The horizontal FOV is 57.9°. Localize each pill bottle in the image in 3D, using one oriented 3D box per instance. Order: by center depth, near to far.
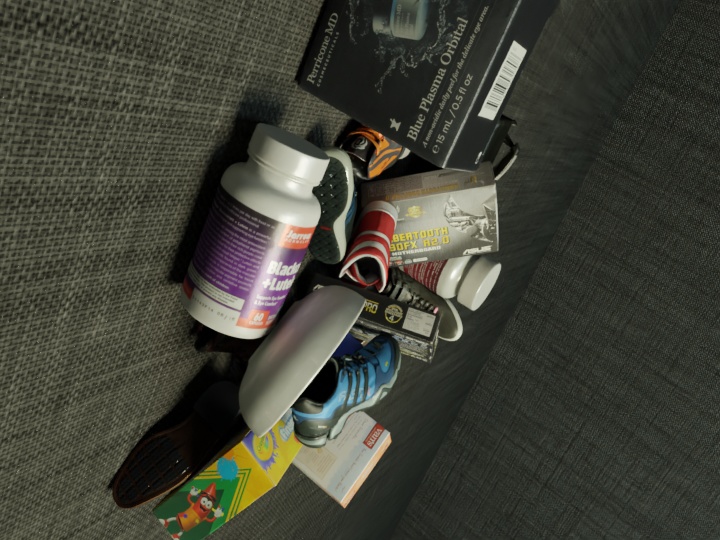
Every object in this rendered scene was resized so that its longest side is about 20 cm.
[{"bbox_3d":[-0.107,-0.042,0.683,0.111,0.110,0.204,-10,129,-62],"label":"pill bottle"},{"bbox_3d":[0.136,-0.023,1.126,0.110,0.198,0.111,-45,156,-27],"label":"pill bottle"}]

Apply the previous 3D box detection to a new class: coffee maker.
[{"bbox_3d":[0.146,-0.182,1.072,0.189,0.135,0.204,7,115,-40],"label":"coffee maker"}]

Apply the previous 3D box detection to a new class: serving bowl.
[{"bbox_3d":[-0.079,0.091,0.756,0.201,0.065,0.200,-51,-176,4],"label":"serving bowl"}]

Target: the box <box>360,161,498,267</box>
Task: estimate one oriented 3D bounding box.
[{"bbox_3d":[0.110,-0.079,0.994,0.160,0.194,0.049,71,13,-54],"label":"box"}]

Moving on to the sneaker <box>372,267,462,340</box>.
[{"bbox_3d":[0.093,0.056,1.166,0.098,0.200,0.071,0,130,-52],"label":"sneaker"}]

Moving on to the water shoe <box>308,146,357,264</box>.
[{"bbox_3d":[-0.039,-0.097,0.848,0.202,0.070,0.080,100,9,-53],"label":"water shoe"}]

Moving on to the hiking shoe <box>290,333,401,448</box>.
[{"bbox_3d":[-0.013,0.143,0.862,0.200,0.073,0.088,-42,138,-33],"label":"hiking shoe"}]

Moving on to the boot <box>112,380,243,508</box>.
[{"bbox_3d":[-0.223,0.234,0.846,0.199,0.075,0.097,-40,162,-11],"label":"boot"}]

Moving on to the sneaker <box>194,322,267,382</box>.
[{"bbox_3d":[-0.162,0.097,0.823,0.114,0.075,0.205,-26,132,-45],"label":"sneaker"}]

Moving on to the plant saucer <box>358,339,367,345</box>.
[{"bbox_3d":[0.007,0.135,1.202,0.197,0.032,0.201,-31,165,-9],"label":"plant saucer"}]

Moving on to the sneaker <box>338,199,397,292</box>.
[{"bbox_3d":[0.000,0.000,0.956,0.202,0.069,0.114,111,-6,-53],"label":"sneaker"}]

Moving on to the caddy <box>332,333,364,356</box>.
[{"bbox_3d":[-0.063,0.141,0.990,0.106,0.140,0.201,-55,158,-13],"label":"caddy"}]

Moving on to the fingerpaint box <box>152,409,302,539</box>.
[{"bbox_3d":[-0.159,0.259,0.882,0.166,0.074,0.200,-39,-179,15],"label":"fingerpaint box"}]

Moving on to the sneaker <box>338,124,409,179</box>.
[{"bbox_3d":[0.028,-0.192,0.827,0.112,0.077,0.202,-45,155,-31],"label":"sneaker"}]

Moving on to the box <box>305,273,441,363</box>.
[{"bbox_3d":[0.023,0.077,0.986,0.162,0.195,0.050,76,33,-69],"label":"box"}]

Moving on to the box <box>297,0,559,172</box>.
[{"bbox_3d":[0.067,-0.238,0.683,0.117,0.198,0.200,-12,131,-61],"label":"box"}]

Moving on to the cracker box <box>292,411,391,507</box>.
[{"bbox_3d":[-0.063,0.272,1.083,0.134,0.198,0.058,-49,157,-18],"label":"cracker box"}]
